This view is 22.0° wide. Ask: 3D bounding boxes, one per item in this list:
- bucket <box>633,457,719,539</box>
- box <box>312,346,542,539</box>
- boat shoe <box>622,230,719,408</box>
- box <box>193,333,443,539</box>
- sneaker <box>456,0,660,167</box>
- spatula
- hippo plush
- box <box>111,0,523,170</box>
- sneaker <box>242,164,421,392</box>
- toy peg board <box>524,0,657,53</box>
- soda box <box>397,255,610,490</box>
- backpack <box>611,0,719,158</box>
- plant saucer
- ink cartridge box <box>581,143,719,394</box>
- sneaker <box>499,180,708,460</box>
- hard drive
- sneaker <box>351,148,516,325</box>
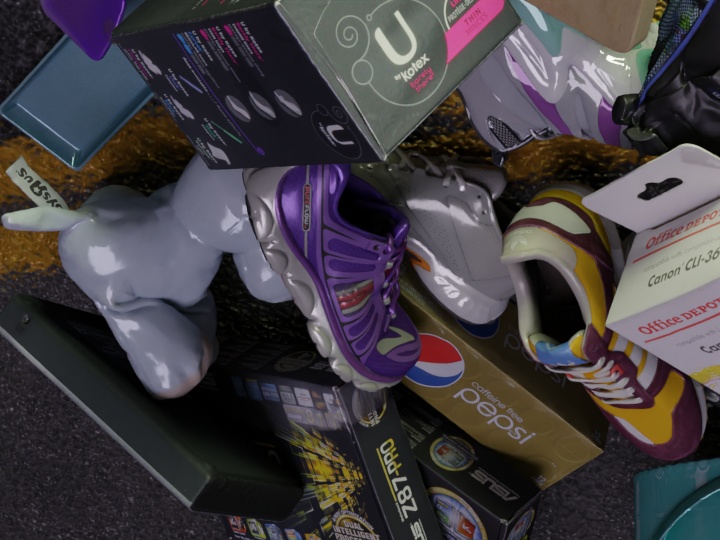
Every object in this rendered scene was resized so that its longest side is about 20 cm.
[{"bbox_3d":[0.272,0.192,1.210,0.206,0.135,0.207,-5,169,-1],"label":"bucket"},{"bbox_3d":[0.028,0.163,1.333,0.200,0.044,0.161,35,140,24],"label":"box"},{"bbox_3d":[0.232,0.053,1.202,0.200,0.076,0.060,42,132,-3],"label":"boat shoe"},{"bbox_3d":[-0.042,0.130,1.306,0.200,0.049,0.162,6,120,47],"label":"box"},{"bbox_3d":[0.127,-0.097,1.103,0.200,0.078,0.140,37,134,-3],"label":"sneaker"},{"bbox_3d":[-0.117,-0.127,1.145,0.200,0.021,0.057,36,126,6],"label":"spatula"},{"bbox_3d":[-0.108,-0.034,1.218,0.160,0.159,0.200,-31,118,10],"label":"hippo plush"},{"bbox_3d":[-0.029,-0.133,1.028,0.106,0.122,0.200,54,156,-21],"label":"box"},{"bbox_3d":[0.000,0.000,1.129,0.083,0.081,0.200,-17,137,13],"label":"sneaker"},{"bbox_3d":[0.102,-0.253,0.953,0.199,0.098,0.200,33,138,23],"label":"toy peg board"},{"bbox_3d":[0.079,0.059,1.263,0.200,0.064,0.068,38,132,-16],"label":"soda box"},{"bbox_3d":[0.257,-0.138,0.957,0.182,0.147,0.200,22,146,-4],"label":"backpack"},{"bbox_3d":[-0.157,-0.139,1.198,0.070,0.019,0.200,38,131,-16],"label":"plant saucer"},{"bbox_3d":[0.218,0.019,1.016,0.200,0.068,0.116,30,153,-15],"label":"ink cartridge box"},{"bbox_3d":[0.142,0.049,1.139,0.075,0.090,0.200,-19,110,40],"label":"sneaker"},{"bbox_3d":[-0.141,0.094,1.255,0.200,0.139,0.033,38,96,25],"label":"hard drive"},{"bbox_3d":[0.041,-0.053,1.178,0.200,0.076,0.092,34,126,-23],"label":"sneaker"}]
